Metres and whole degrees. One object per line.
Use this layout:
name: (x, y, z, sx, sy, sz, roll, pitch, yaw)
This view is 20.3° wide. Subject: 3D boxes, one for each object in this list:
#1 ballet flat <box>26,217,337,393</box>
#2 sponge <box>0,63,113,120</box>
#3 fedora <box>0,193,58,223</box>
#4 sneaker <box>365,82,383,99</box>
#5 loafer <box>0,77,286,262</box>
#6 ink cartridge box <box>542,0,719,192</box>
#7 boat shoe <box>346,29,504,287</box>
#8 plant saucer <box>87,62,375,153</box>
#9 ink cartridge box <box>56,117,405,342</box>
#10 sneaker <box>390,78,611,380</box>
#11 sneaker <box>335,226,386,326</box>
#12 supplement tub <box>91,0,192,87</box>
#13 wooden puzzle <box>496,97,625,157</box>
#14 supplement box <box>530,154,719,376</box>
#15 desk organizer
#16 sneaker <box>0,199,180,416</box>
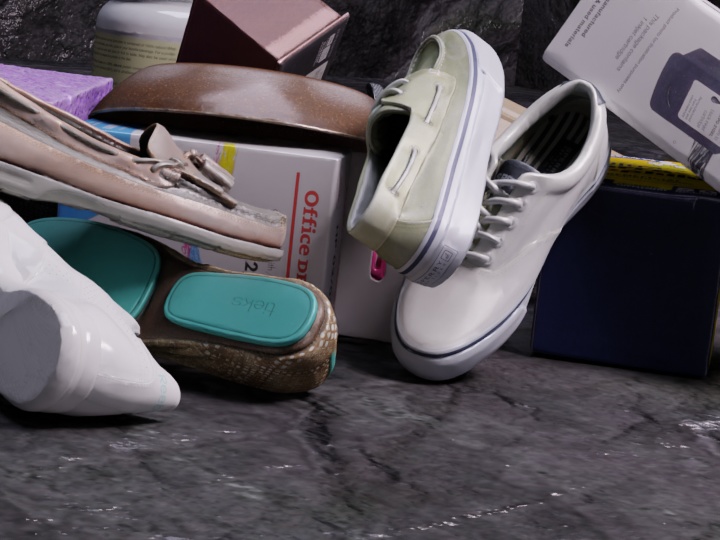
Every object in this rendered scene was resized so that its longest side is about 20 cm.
ballet flat: (-0.100, 0.025, 1.057, 0.200, 0.071, 0.065, 18, -29, 27)
sponge: (-0.234, -0.114, 1.309, 0.111, 0.030, 0.200, 10, 10, 2)
fedora: (-0.196, -0.045, 1.321, 0.200, 0.092, 0.201, 9, 10, -2)
sneaker: (-0.006, -0.058, 1.357, 0.078, 0.140, 0.200, -4, 11, -41)
loafer: (-0.126, -0.056, 1.047, 0.199, 0.063, 0.072, 16, 0, -19)
ink cartridge box: (0.226, -0.095, 1.196, 0.200, 0.084, 0.145, 40, 14, 19)
boat shoe: (0.036, -0.077, 1.115, 0.062, 0.072, 0.200, 30, 37, -19)
plant saucer: (-0.063, -0.094, 1.215, 0.200, 0.037, 0.200, 7, -4, 0)
ink cartridge box: (-0.070, -0.018, 1.153, 0.199, 0.116, 0.068, 7, 8, 6)
sneaker: (0.076, -0.030, 1.128, 0.073, 0.200, 0.071, 21, -30, 23)
sneaker: (0.000, 0.000, 1.235, 0.199, 0.082, 0.088, 15, 8, 4)
supplement tub: (-0.150, -0.148, 1.655, 0.145, 0.201, 0.145, 6, 9, -1)
wooden puzzle: (0.080, -0.060, 1.464, 0.185, 0.037, 0.200, 30, 48, 29)
supplement box: (0.177, -0.010, 1.279, 0.108, 0.110, 0.200, 8, 9, 10)
desk organizer: (-0.082, -0.113, 1.363, 0.077, 0.200, 0.072, 40, 52, 13)
sneaker: (-0.156, 0.024, 0.999, 0.088, 0.075, 0.200, 18, 15, -37)
